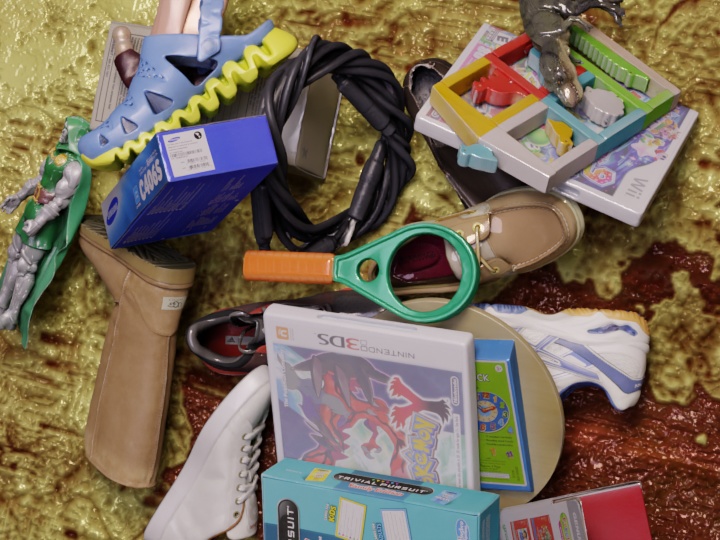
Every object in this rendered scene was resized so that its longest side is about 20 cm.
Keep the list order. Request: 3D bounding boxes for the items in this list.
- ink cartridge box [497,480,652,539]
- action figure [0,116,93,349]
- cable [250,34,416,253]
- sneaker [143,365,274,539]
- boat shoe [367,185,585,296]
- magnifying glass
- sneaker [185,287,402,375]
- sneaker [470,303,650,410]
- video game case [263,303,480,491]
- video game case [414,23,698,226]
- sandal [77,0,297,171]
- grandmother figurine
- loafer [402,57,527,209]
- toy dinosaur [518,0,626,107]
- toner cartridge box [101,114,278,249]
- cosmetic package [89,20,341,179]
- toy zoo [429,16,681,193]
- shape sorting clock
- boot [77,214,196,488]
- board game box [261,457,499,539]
[{"bbox_3d":[0.187,0.273,1.470,0.083,0.175,0.202,-9,82,-19],"label":"ink cartridge box"},{"bbox_3d":[-0.284,-0.045,1.677,0.118,0.054,0.201,40,109,55],"label":"action figure"},{"bbox_3d":[-0.021,-0.102,1.568,0.051,0.162,0.202,35,137,48],"label":"cable"},{"bbox_3d":[-0.107,0.176,1.630,0.084,0.073,0.201,34,113,11],"label":"sneaker"},{"bbox_3d":[0.092,-0.015,1.554,0.199,0.066,0.074,-19,102,38],"label":"boat shoe"},{"bbox_3d":[0.000,0.000,1.533,0.198,0.022,0.080,3,86,16],"label":"magnifying glass"},{"bbox_3d":[-0.059,0.058,1.620,0.198,0.082,0.078,-10,82,17],"label":"sneaker"},{"bbox_3d":[0.138,0.074,1.561,0.198,0.075,0.089,3,87,18],"label":"sneaker"},{"bbox_3d":[0.011,0.131,1.565,0.181,0.023,0.202,8,120,22],"label":"video game case"},{"bbox_3d":[0.162,-0.123,1.543,0.199,0.143,0.018,25,138,13],"label":"video game case"},{"bbox_3d":[-0.152,-0.156,1.535,0.200,0.079,0.087,-38,93,-13],"label":"sandal"},{"bbox_3d":[-0.159,-0.182,1.594,0.120,0.060,0.202,12,86,27],"label":"grandmother figurine"},{"bbox_3d":[0.093,-0.097,1.590,0.073,0.071,0.200,-41,75,10],"label":"loafer"},{"bbox_3d":[0.164,-0.218,1.562,0.087,0.048,0.201,-11,47,-11],"label":"toy dinosaur"},{"bbox_3d":[-0.143,-0.070,1.540,0.094,0.200,0.044,-10,79,-23],"label":"toner cartridge box"},{"bbox_3d":[-0.125,-0.149,1.655,0.198,0.087,0.104,12,88,19],"label":"cosmetic package"},{"bbox_3d":[0.148,-0.134,1.525,0.199,0.021,0.131,-31,59,-33],"label":"toy zoo"},{"bbox_3d":[0.075,0.115,1.564,0.198,0.039,0.202,12,121,20],"label":"shape sorting clock"},{"bbox_3d":[-0.217,0.066,1.671,0.175,0.066,0.202,35,117,53],"label":"boot"},{"bbox_3d":[0.016,0.247,1.563,0.198,0.047,0.152,7,108,26],"label":"board game box"}]
